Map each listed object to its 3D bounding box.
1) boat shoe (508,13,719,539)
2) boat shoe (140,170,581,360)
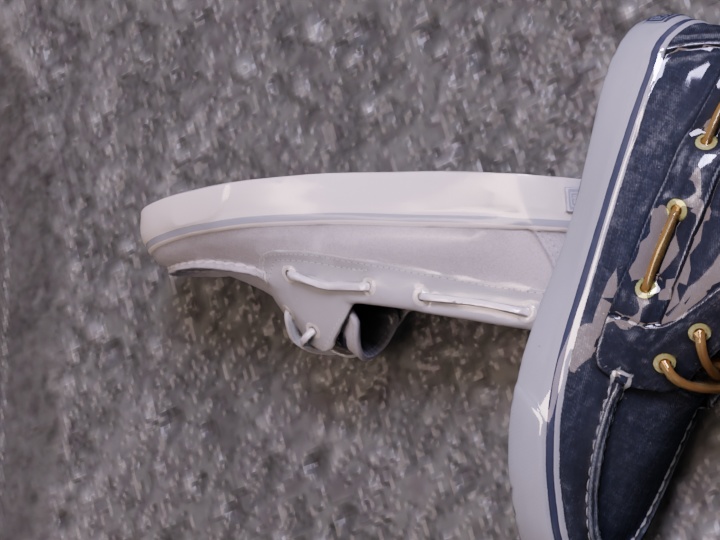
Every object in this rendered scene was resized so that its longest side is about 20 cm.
[{"bbox_3d":[0.114,0.016,0.685,0.091,0.071,0.201,14,93,39],"label":"boat shoe"},{"bbox_3d":[0.000,0.000,0.777,0.199,0.072,0.069,-1,87,27],"label":"boat shoe"}]
